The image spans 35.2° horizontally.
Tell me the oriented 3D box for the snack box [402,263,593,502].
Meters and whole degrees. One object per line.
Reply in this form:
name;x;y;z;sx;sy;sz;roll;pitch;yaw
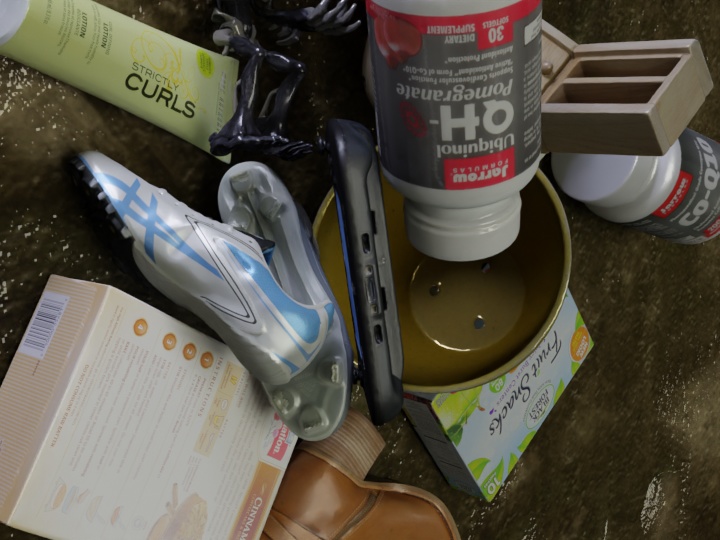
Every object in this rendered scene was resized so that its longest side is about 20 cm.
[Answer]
snack box;0.128;0.088;1.045;0.200;0.053;0.142;-51;130;-26

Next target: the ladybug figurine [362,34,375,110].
ladybug figurine;0.067;-0.192;0.916;0.200;0.072;0.136;-51;128;-25

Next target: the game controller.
game controller;0.000;0.000;0.758;0.104;0.042;0.201;-76;158;-75

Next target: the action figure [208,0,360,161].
action figure;-0.058;-0.177;0.763;0.119;0.102;0.201;5;82;-65

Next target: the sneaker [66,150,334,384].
sneaker;-0.104;-0.011;0.728;0.200;0.072;0.073;40;65;4

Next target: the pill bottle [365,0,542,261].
pill bottle;0.064;-0.111;0.748;0.111;0.110;0.201;-36;134;-35

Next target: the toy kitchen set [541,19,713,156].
toy kitchen set;0.147;-0.212;0.815;0.163;0.180;0.200;-50;127;-27

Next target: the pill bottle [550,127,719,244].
pill bottle;0.284;-0.096;1.124;0.200;0.114;0.114;11;90;-46

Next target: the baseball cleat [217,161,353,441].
baseball cleat;-0.042;0.020;0.801;0.106;0.069;0.201;24;50;-74

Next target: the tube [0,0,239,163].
tube;-0.148;-0.134;0.731;0.058;0.052;0.200;-53;144;13

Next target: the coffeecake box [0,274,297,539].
coffeecake box;-0.142;0.114;0.763;0.200;0.073;0.154;33;72;-43

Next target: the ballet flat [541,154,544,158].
ballet flat;0.154;-0.133;1.020;0.068;0.062;0.200;51;60;-21

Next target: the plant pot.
plant pot;0.074;0.005;0.900;0.142;0.199;0.201;38;69;-70

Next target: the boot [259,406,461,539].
boot;-0.007;0.226;0.917;0.155;0.077;0.200;-53;127;-27
